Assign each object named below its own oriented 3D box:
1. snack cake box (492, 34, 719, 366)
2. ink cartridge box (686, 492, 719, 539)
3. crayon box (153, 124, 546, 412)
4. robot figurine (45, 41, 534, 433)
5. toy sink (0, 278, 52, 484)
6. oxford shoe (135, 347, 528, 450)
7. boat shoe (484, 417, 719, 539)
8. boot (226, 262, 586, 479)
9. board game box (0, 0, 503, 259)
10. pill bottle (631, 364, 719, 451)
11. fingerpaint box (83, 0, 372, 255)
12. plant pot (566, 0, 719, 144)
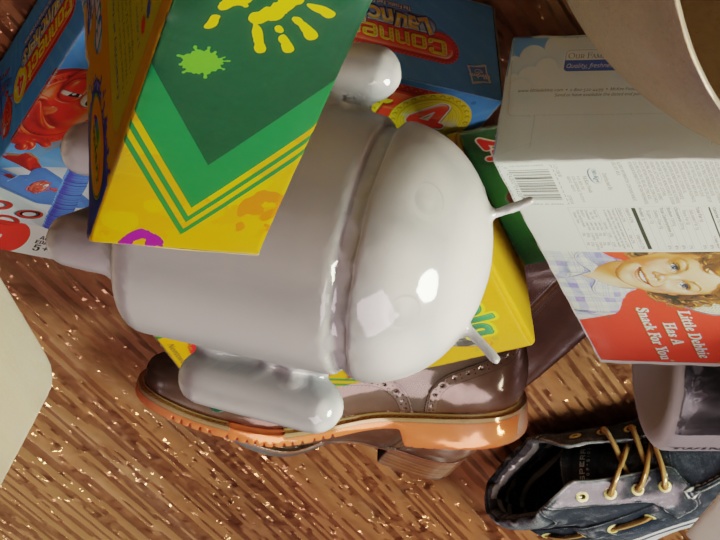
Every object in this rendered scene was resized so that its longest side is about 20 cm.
[{"bbox_3d":[0.144,-0.028,1.223,0.115,0.067,0.200,0,152,20],"label":"snack cake box"},{"bbox_3d":[0.263,0.070,1.281,0.200,0.083,0.147,-54,163,21],"label":"ink cartridge box"},{"bbox_3d":[0.000,0.000,1.264,0.200,0.051,0.127,-13,147,13],"label":"crayon box"},{"bbox_3d":[-0.030,-0.017,1.145,0.200,0.170,0.113,13,-166,11],"label":"robot figurine"},{"bbox_3d":[-0.248,0.017,1.215,0.112,0.130,0.200,-19,115,23],"label":"toy sink"},{"bbox_3d":[-0.014,0.045,1.363,0.200,0.071,0.073,1,114,-2],"label":"oxford shoe"},{"bbox_3d":[0.163,0.114,1.551,0.091,0.071,0.200,15,146,-35],"label":"boat shoe"},{"bbox_3d":[0.023,0.029,1.414,0.186,0.064,0.200,12,142,-25],"label":"boot"},{"bbox_3d":[-0.067,-0.068,1.248,0.200,0.056,0.196,11,145,-23],"label":"board game box"},{"bbox_3d":[0.251,0.044,1.418,0.200,0.106,0.106,1,148,-8],"label":"pill bottle"},{"bbox_3d":[-0.055,-0.134,1.007,0.073,0.200,0.167,5,146,-16],"label":"fingerpaint box"},{"bbox_3d":[0.150,-0.143,1.060,0.200,0.200,0.134,24,174,-37],"label":"plant pot"}]
